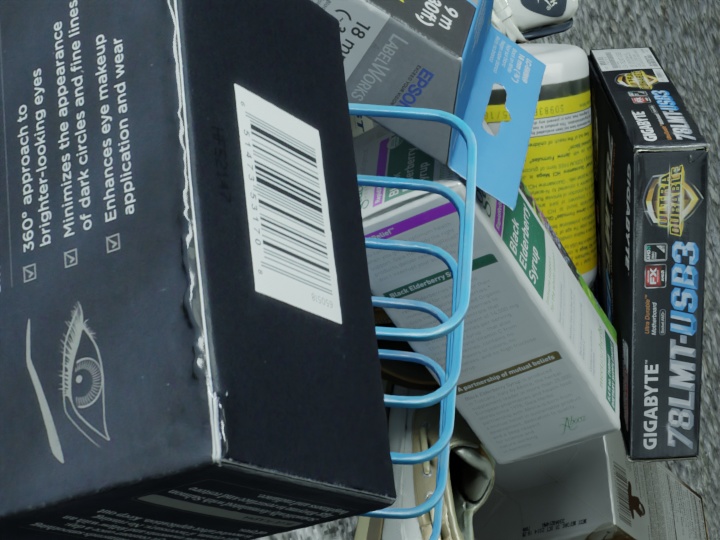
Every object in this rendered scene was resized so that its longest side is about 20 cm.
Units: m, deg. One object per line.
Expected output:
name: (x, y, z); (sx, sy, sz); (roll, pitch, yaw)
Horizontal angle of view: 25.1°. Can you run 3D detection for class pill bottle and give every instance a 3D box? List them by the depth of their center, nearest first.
pill bottle: (0.095, -0.040, 1.040); (0.112, 0.112, 0.202); (-29, 117, -64)

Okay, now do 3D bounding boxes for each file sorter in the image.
file sorter: (-0.014, 0.034, 0.764); (0.201, 0.122, 0.139); (93, 3, -51)

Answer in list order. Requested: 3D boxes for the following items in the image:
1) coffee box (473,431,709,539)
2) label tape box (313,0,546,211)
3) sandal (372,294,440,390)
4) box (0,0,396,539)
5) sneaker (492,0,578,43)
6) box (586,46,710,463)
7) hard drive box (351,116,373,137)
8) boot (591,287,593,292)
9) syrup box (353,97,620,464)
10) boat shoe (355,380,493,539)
coffee box: (0.160, 0.180, 1.133); (0.200, 0.114, 0.080); (38, 42, -52)
label tape box: (0.020, -0.141, 0.817); (0.199, 0.063, 0.145); (30, 40, -10)
sandal: (0.000, 0.000, 0.928); (0.200, 0.055, 0.082); (39, 34, -22)
box: (-0.107, 0.004, 0.598); (0.117, 0.199, 0.198); (25, 54, -56)
sneaker: (0.099, -0.191, 1.201); (0.080, 0.129, 0.199); (62, 25, -17)
box: (0.174, -0.016, 0.999); (0.199, 0.049, 0.201); (-85, 171, -66)
hard drive box: (-0.080, -0.144, 0.884); (0.200, 0.076, 0.157); (13, 64, -62)
boot: (0.212, 0.121, 1.313); (0.158, 0.079, 0.212); (66, 38, -51)
syrup box: (0.068, 0.009, 0.890); (0.200, 0.081, 0.079); (55, 27, -34)
boat shoe: (0.046, 0.119, 0.964); (0.075, 0.068, 0.201); (59, 30, -44)
